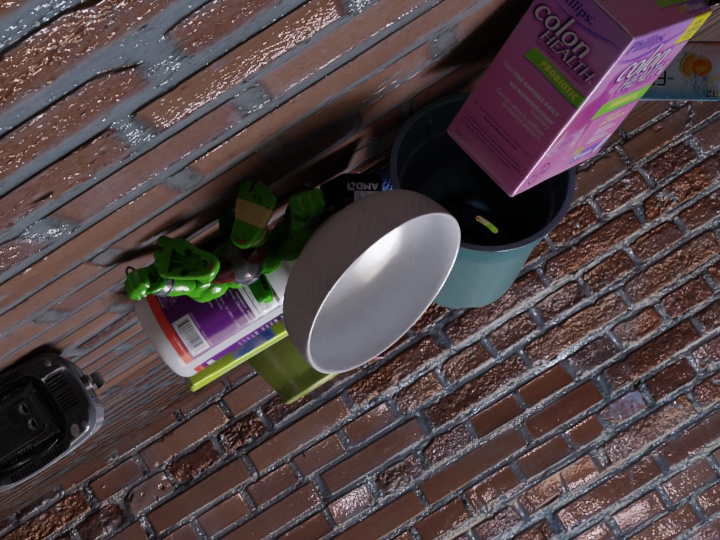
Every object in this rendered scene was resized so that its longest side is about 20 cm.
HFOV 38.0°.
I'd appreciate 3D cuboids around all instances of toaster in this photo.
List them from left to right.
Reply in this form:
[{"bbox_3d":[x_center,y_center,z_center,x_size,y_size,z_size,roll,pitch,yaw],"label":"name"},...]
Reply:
[{"bbox_3d":[-0.384,0.177,1.186,0.199,0.114,0.129,-33,177,-5],"label":"toaster"}]

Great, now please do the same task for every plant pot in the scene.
[{"bbox_3d":[-0.097,0.074,1.465,0.200,0.194,0.200,-32,175,-3],"label":"plant pot"},{"bbox_3d":[0.125,-0.063,1.194,0.200,0.201,0.196,-30,158,-18],"label":"plant pot"}]

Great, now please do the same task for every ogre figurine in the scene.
[{"bbox_3d":[-0.122,-0.016,1.022,0.200,0.098,0.120,-44,164,-2],"label":"ogre figurine"}]

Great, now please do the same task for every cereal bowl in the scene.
[{"bbox_3d":[0.000,0.000,1.018,0.200,0.083,0.201,-35,150,-24],"label":"cereal bowl"}]

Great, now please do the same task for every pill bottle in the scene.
[{"bbox_3d":[-0.143,0.024,1.165,0.199,0.113,0.112,-32,175,-3],"label":"pill bottle"}]

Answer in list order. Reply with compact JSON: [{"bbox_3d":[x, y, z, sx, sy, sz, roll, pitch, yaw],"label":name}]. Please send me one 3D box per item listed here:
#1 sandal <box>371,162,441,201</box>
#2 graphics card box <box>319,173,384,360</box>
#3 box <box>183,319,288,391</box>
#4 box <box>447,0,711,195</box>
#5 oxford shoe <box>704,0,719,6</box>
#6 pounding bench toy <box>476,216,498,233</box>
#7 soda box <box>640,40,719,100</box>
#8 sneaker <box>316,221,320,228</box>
[{"bbox_3d":[0.037,-0.100,1.326,0.087,0.080,0.200,23,123,-36],"label":"sandal"},{"bbox_3d":[-0.011,-0.002,1.160,0.050,0.202,0.125,-1,178,-13],"label":"graphics card box"},{"bbox_3d":[-0.147,0.043,1.266,0.199,0.122,0.048,-30,174,-19],"label":"box"},{"bbox_3d":[0.210,-0.192,1.009,0.176,0.097,0.200,-26,157,-46],"label":"box"},{"bbox_3d":[0.356,-0.305,1.214,0.199,0.085,0.073,-29,176,-19],"label":"oxford shoe"},{"bbox_3d":[0.205,-0.152,1.330,0.156,0.124,0.200,-53,-176,-25],"label":"pounding bench toy"},{"bbox_3d":[0.335,-0.239,1.249,0.199,0.069,0.063,6,-166,28],"label":"soda box"},{"bbox_3d":[-0.019,-0.019,1.328,0.200,0.090,0.076,59,44,-68],"label":"sneaker"}]
